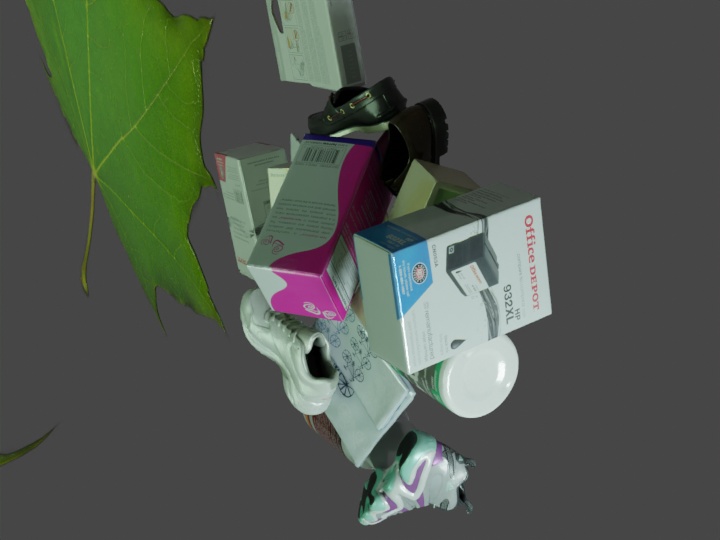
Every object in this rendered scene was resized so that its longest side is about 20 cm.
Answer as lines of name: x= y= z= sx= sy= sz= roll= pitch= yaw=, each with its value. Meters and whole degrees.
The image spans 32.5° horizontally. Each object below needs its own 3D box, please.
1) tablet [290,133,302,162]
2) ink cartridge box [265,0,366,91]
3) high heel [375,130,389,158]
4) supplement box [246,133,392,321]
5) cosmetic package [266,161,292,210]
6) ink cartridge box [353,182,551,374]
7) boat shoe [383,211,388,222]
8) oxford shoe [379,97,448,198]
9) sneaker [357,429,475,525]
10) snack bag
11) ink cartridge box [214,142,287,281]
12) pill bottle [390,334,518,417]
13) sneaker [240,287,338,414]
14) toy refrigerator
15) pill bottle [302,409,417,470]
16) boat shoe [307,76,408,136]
tablet: x=-0.077 y=-0.098 z=1.897 sx=0.130 sy=0.014 sz=0.201 roll=50 pitch=148 yaw=40
ink cartridge box: x=-0.068 y=-0.347 z=1.646 sx=0.176 sy=0.044 sz=0.202 roll=24 pitch=128 yaw=58
high heel: x=-0.007 y=-0.113 z=1.588 sx=0.068 sy=0.095 sz=0.201 roll=-108 pitch=31 yaw=-49
supplement box: x=-0.045 y=-0.053 z=1.488 sx=0.100 sy=0.201 sz=0.104 roll=9 pitch=148 yaw=23
cosmetic package: x=-0.066 y=-0.053 z=1.750 sx=0.104 sy=0.071 sz=0.202 roll=0 pitch=102 yaw=30
ink cartridge box: x=0.104 y=0.005 z=1.350 sx=0.084 sy=0.199 sz=0.146 roll=26 pitch=130 yaw=55
boat shoe: x=0.004 y=-0.033 z=1.703 sx=0.073 sy=0.064 sz=0.202 roll=18 pitch=123 yaw=63
oxford shoe: x=0.058 y=-0.108 z=1.508 sx=0.073 sy=0.084 sz=0.201 roll=37 pitch=142 yaw=49
sneaker: x=0.089 y=0.314 z=1.721 sx=0.200 sy=0.139 sz=0.078 roll=-53 pitch=18 yaw=43
snack bag: x=-0.017 y=0.148 z=1.708 sx=0.189 sy=0.021 sz=0.200 roll=55 pitch=139 yaw=22
ink cartridge box: x=-0.159 y=-0.094 z=1.969 sx=0.146 sy=0.082 sz=0.202 roll=-158 pitch=54 yaw=-66
pill bottle: x=0.097 y=0.095 z=1.540 sx=0.200 sy=0.112 sz=0.114 roll=31 pitch=135 yaw=56
sneaker: x=-0.089 y=0.095 z=1.711 sx=0.200 sy=0.078 sz=0.099 roll=53 pitch=137 yaw=12
toy refrigerator: x=0.068 y=-0.021 z=1.451 sx=0.201 sy=0.075 sz=0.070 roll=-66 pitch=33 yaw=19
pill bottle: x=0.002 y=0.226 z=1.846 sx=0.200 sy=0.112 sz=0.114 roll=31 pitch=135 yaw=57
boat shoe: x=-0.010 y=-0.208 z=1.585 sx=0.201 sy=0.073 sz=0.063 roll=-2 pitch=118 yaw=59
